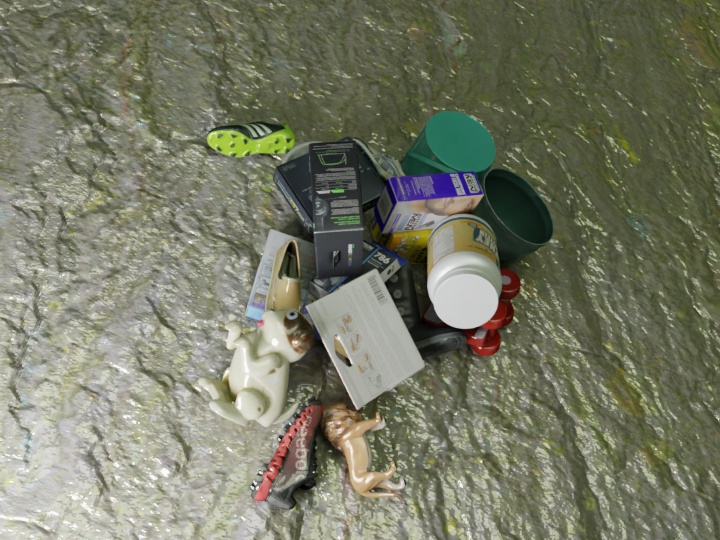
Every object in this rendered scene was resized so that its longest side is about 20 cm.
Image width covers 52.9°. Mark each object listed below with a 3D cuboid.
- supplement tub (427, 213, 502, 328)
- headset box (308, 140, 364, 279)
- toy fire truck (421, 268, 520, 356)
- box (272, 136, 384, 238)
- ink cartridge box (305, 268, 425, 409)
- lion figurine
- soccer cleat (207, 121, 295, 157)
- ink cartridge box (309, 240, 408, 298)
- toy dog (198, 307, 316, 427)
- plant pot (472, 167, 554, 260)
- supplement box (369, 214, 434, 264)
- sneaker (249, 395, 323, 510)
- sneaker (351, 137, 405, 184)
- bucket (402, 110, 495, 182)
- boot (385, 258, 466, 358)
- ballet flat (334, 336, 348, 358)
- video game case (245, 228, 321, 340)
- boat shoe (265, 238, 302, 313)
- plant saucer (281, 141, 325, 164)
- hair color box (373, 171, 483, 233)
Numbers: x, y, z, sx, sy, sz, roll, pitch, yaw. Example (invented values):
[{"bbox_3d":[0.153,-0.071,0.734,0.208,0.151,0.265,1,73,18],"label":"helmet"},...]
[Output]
[{"bbox_3d":[0.200,0.000,1.405,0.141,0.147,0.202,18,35,-8],"label":"supplement tub"},{"bbox_3d":[-0.044,-0.103,1.342,0.090,0.175,0.205,-4,64,-3],"label":"headset box"},{"bbox_3d":[0.234,0.066,1.506,0.164,0.114,0.201,21,52,18],"label":"toy fire truck"},{"bbox_3d":[-0.062,-0.177,1.513,0.197,0.051,0.159,-27,74,-28],"label":"box"},{"bbox_3d":[0.004,0.123,1.300,0.174,0.045,0.204,-25,86,-34],"label":"ink cartridge box"},{"bbox_3d":[-0.001,0.324,1.271,0.120,0.073,0.205,-21,71,8],"label":"lion figurine"},{"bbox_3d":[-0.240,-0.292,1.582,0.195,0.069,0.082,-2,42,-22],"label":"soccer cleat"},{"bbox_3d":[0.000,0.000,1.419,0.098,0.040,0.199,28,50,27],"label":"ink cartridge box"},{"bbox_3d":[-0.155,0.158,1.236,0.191,0.139,0.203,31,91,-20],"label":"toy dog"},{"bbox_3d":[0.309,-0.103,1.600,0.196,0.134,0.204,21,46,-24],"label":"plant pot"},{"bbox_3d":[0.134,-0.088,1.555,0.194,0.110,0.112,-1,59,-20],"label":"supplement box"},{"bbox_3d":[-0.104,0.316,1.237,0.096,0.071,0.203,31,60,0],"label":"sneaker"},{"bbox_3d":[0.046,-0.227,1.643,0.200,0.077,0.085,47,45,3],"label":"sneaker"},{"bbox_3d":[0.207,-0.253,1.668,0.201,0.136,0.212,8,56,-13],"label":"bucket"},{"bbox_3d":[0.111,0.071,1.448,0.160,0.066,0.204,-14,60,3],"label":"boot"},{"bbox_3d":[0.003,0.141,1.356,0.199,0.063,0.069,41,61,-16],"label":"ballet flat"},{"bbox_3d":[-0.111,0.033,1.429,0.195,0.046,0.185,18,56,-9],"label":"video game case"},{"bbox_3d":[-0.138,0.035,1.344,0.070,0.076,0.205,5,61,-18],"label":"boat shoe"},{"bbox_3d":[-0.082,-0.186,1.573,0.194,0.051,0.205,9,58,-14],"label":"plant saucer"},{"bbox_3d":[0.136,-0.136,1.451,0.195,0.110,0.066,-9,62,-23],"label":"hair color box"}]
